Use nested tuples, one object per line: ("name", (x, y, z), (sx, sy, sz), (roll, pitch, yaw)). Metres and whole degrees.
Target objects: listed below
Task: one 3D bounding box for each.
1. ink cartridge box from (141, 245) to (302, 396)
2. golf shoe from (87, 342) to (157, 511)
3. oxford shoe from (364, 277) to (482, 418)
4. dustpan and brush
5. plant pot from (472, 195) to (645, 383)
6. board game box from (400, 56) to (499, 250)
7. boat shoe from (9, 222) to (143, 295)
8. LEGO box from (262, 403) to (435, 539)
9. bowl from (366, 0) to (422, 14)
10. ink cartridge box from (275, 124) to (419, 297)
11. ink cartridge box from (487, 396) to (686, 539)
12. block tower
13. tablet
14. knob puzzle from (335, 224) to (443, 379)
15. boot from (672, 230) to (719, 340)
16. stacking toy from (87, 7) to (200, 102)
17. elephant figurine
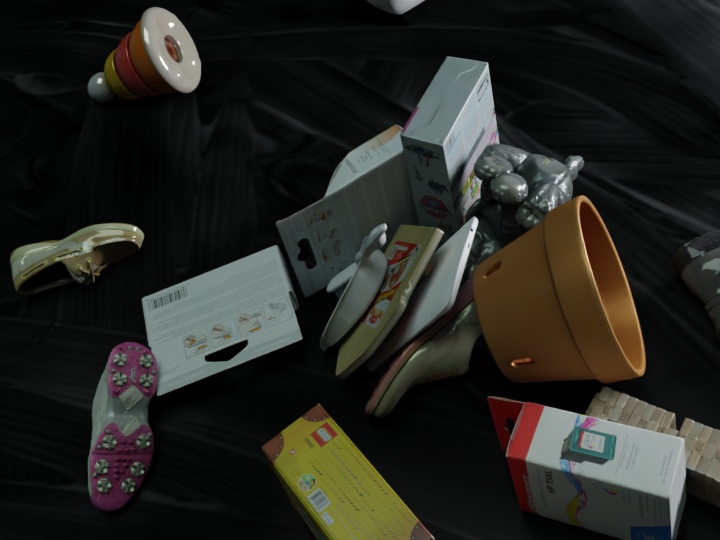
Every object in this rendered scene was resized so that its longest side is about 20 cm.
("ink cartridge box", (-0.175, 0.071, 1.298), (0.197, 0.044, 0.175), (-21, 47, 0))
("golf shoe", (-0.293, 0.193, 1.224), (0.091, 0.074, 0.203), (-32, 46, 54))
("oxford shoe", (0.086, 0.103, 1.163), (0.074, 0.071, 0.200), (43, 88, 2))
("dustpan and brush", (0.000, 0.000, 1.203), (0.057, 0.200, 0.141), (32, 57, -13))
("plant pot", (0.213, 0.036, 1.108), (0.138, 0.200, 0.202), (-19, 44, 24))
("board game box", (0.120, -0.140, 1.272), (0.063, 0.201, 0.149), (15, 55, 26))
("boat shoe", (-0.401, -0.011, 1.435), (0.197, 0.074, 0.067), (-16, 59, 7))
("LEGO box", (0.000, 0.255, 1.005), (0.077, 0.150, 0.200), (-35, 49, -14))
("bowl", (0.070, -0.514, 1.701), (0.198, 0.075, 0.200), (-35, 49, -13))
("ink cartridge box", (-0.011, -0.072, 1.284), (0.198, 0.163, 0.050), (-29, 53, -8))
("ink cartridge box", (0.216, 0.199, 1.001), (0.197, 0.117, 0.068), (10, 54, 27))
("block tower", (0.319, 0.184, 1.023), (0.198, 0.054, 0.058), (18, 59, 32))
("tablet", (0.069, 0.030, 1.174), (0.014, 0.200, 0.131), (30, 54, -12))
("knob puzzle", (0.031, 0.042, 1.196), (0.030, 0.220, 0.222), (30, 54, -12))
("boot", (0.466, -0.003, 1.136), (0.198, 0.070, 0.133), (-31, 49, 6))
("stacking toy", (-0.379, -0.333, 1.682), (0.198, 0.146, 0.148), (-21, 44, 22))
("elephant figurine", (0.171, -0.043, 1.236), (0.153, 0.202, 0.142), (16, 35, -1))
